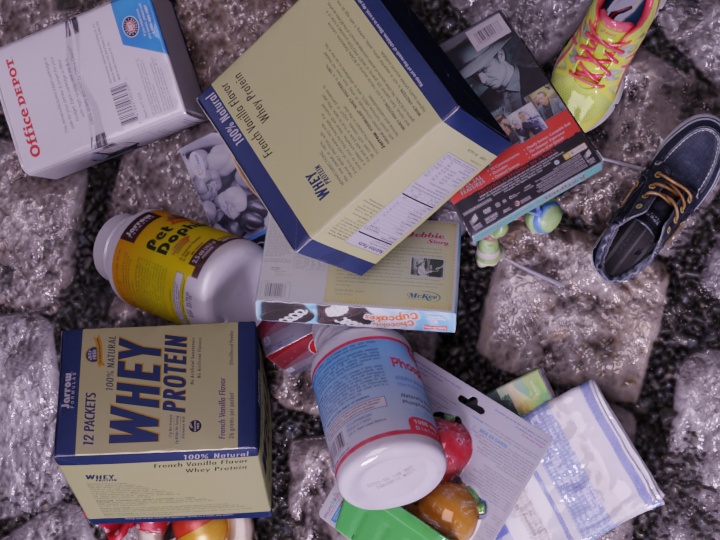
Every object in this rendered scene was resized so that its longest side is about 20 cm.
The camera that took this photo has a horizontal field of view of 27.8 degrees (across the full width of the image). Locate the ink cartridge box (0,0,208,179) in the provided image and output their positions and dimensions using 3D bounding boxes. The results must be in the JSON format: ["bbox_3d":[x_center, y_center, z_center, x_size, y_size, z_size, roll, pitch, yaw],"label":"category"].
[{"bbox_3d":[-0.288,-0.203,1.604,0.198,0.086,0.148,-19,86,14],"label":"ink cartridge box"}]

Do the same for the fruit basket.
[{"bbox_3d":[0.075,0.213,1.486,0.184,0.094,0.201,29,82,29],"label":"fruit basket"}]

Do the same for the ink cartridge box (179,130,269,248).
[{"bbox_3d":[-0.071,-0.083,1.578,0.199,0.043,0.200,-25,84,11],"label":"ink cartridge box"}]

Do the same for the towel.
[{"bbox_3d":[0.193,0.220,1.494,0.199,0.024,0.148,-31,83,12],"label":"towel"}]

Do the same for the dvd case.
[{"bbox_3d":[0.124,-0.143,1.410,0.145,0.022,0.201,-30,66,1],"label":"dvd case"}]

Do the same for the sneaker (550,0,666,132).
[{"bbox_3d":[0.247,-0.233,1.479,0.078,0.090,0.201,26,97,10],"label":"sneaker"}]

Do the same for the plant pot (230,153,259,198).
[{"bbox_3d":[-0.038,-0.148,1.494,0.198,0.028,0.202,1,109,2],"label":"plant pot"}]

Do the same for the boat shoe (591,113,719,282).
[{"bbox_3d":[0.306,-0.068,1.463,0.071,0.091,0.201,35,99,3],"label":"boat shoe"}]

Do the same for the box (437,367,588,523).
[{"bbox_3d":[0.134,0.209,1.536,0.199,0.036,0.145,-27,85,11],"label":"box"}]

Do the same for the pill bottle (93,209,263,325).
[{"bbox_3d":[-0.193,-0.001,1.547,0.199,0.109,0.110,18,95,39],"label":"pill bottle"}]

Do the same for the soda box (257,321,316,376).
[{"bbox_3d":[-0.011,0.034,1.542,0.199,0.070,0.064,-28,58,11],"label":"soda box"}]

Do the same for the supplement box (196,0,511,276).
[{"bbox_3d":[-0.007,-0.140,1.365,0.200,0.134,0.201,-41,65,15],"label":"supplement box"}]

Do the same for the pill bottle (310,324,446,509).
[{"bbox_3d":[0.011,0.127,1.443,0.108,0.109,0.201,-27,49,12],"label":"pill bottle"}]

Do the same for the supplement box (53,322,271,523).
[{"bbox_3d":[-0.194,0.160,1.486,0.198,0.200,0.135,-3,62,0],"label":"supplement box"}]

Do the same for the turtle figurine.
[{"bbox_3d":[0.148,-0.083,1.512,0.194,0.199,0.145,39,122,29],"label":"turtle figurine"}]

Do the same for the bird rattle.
[{"bbox_3d":[-0.198,0.287,1.602,0.162,0.113,0.201,-27,71,0],"label":"bird rattle"}]

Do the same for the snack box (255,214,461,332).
[{"bbox_3d":[0.000,0.000,1.457,0.198,0.037,0.117,4,53,4],"label":"snack box"}]
